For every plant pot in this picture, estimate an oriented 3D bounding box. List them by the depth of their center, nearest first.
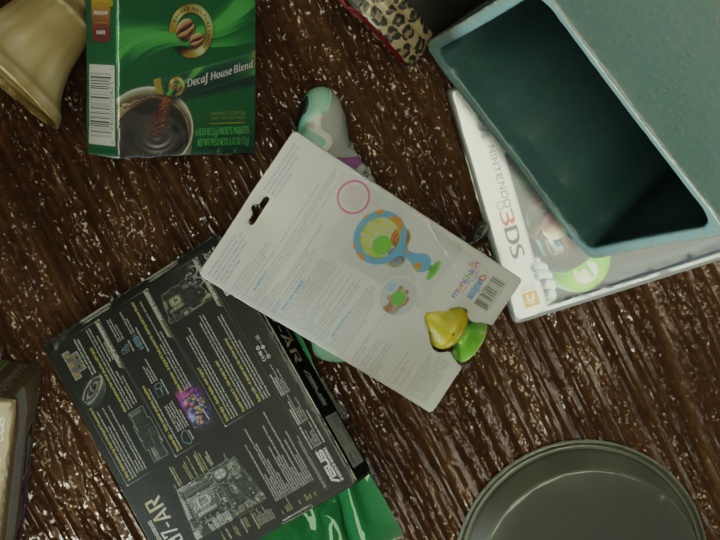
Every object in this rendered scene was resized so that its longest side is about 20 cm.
[{"bbox_3d":[0.203,-0.153,1.039,0.200,0.196,0.197,-42,98,-15],"label":"plant pot"}]

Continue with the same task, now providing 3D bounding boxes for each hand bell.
[{"bbox_3d":[-0.186,-0.208,1.090,0.104,0.104,0.200,42,80,-8],"label":"hand bell"}]

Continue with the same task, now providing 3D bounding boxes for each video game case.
[{"bbox_3d":[0.183,-0.076,1.150,0.199,0.023,0.183,-17,98,-2],"label":"video game case"}]

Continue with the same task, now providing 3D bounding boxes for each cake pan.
[{"bbox_3d":[0.172,0.231,1.182,0.199,0.037,0.202,0,97,-4],"label":"cake pan"}]

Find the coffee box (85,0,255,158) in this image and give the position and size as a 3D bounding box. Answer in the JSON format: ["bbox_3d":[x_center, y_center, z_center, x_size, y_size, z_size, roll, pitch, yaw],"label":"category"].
[{"bbox_3d":[-0.130,-0.180,1.074,0.122,0.044,0.201,-5,100,-41],"label":"coffee box"}]

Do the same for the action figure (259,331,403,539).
[{"bbox_3d":[-0.051,0.114,1.138,0.118,0.055,0.201,-19,92,17],"label":"action figure"}]

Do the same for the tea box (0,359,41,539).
[{"bbox_3d":[-0.339,0.162,1.091,0.195,0.134,0.201,7,96,-5],"label":"tea box"}]

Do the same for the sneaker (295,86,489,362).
[{"bbox_3d":[0.024,-0.038,1.123,0.139,0.078,0.201,-5,107,-5],"label":"sneaker"}]

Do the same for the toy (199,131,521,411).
[{"bbox_3d":[0.000,0.000,1.067,0.199,0.047,0.115,32,97,-18],"label":"toy"}]

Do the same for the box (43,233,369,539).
[{"bbox_3d":[-0.110,0.098,1.104,0.160,0.044,0.201,-32,85,14],"label":"box"}]

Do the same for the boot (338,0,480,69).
[{"bbox_3d":[0.028,-0.257,1.093,0.151,0.073,0.200,-44,106,2],"label":"boot"}]
